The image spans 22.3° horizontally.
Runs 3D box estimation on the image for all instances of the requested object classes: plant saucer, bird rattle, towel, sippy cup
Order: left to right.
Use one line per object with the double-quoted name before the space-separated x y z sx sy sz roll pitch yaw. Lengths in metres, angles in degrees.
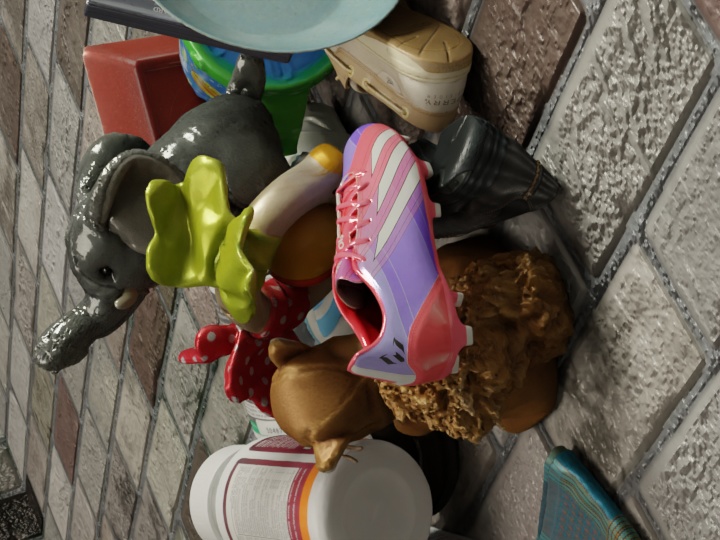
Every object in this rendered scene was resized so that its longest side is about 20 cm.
"plant saucer" -0.135 -0.106 1.548 0.037 0.200 0.200 -13 94 34
"sippy cup" -0.083 -0.182 1.397 0.178 0.140 0.130 -66 7 -17
"plant saucer" -0.067 -0.216 1.231 0.201 0.201 0.039 64 155 24
"bird rattle" -0.052 0.002 1.223 0.113 0.163 0.200 38 163 36
"towel" 0.173 0.229 1.212 0.200 0.022 0.147 55 152 40

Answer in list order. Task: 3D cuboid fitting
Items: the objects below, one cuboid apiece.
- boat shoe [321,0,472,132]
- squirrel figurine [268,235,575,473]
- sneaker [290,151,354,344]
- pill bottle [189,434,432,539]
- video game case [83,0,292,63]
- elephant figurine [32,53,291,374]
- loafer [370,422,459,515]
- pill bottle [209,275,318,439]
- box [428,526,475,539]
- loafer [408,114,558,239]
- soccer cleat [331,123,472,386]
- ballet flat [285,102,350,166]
"boat shoe" 0.007 -0.154 1.271 0.200 0.074 0.069 45 139 50
"squirrel figurine" 0.036 0.056 1.194 0.200 0.186 0.142 -32 76 68
"sneaker" 0.000 0.000 1.393 0.081 0.077 0.200 9 138 26
"pill bottle" -0.044 0.183 1.413 0.200 0.109 0.110 -5 101 55
"video game case" -0.106 -0.242 1.273 0.019 0.143 0.200 117 163 -56
"elephant figurine" -0.149 -0.040 1.291 0.142 0.200 0.155 109 144 -61
"loafer" 0.029 0.109 1.409 0.073 0.071 0.200 45 144 51
"pill bottle" -0.060 0.034 1.502 0.113 0.113 0.200 17 126 65
"box" 0.003 0.280 1.445 0.200 0.184 0.105 178 78 -69
"loafer" 0.062 -0.047 1.217 0.073 0.072 0.200 -68 15 -11
"soccer cleat" 0.010 -0.016 1.119 0.067 0.076 0.200 115 148 -47
"ballet flat" -0.049 -0.106 1.472 0.200 0.069 0.070 -170 66 -68
